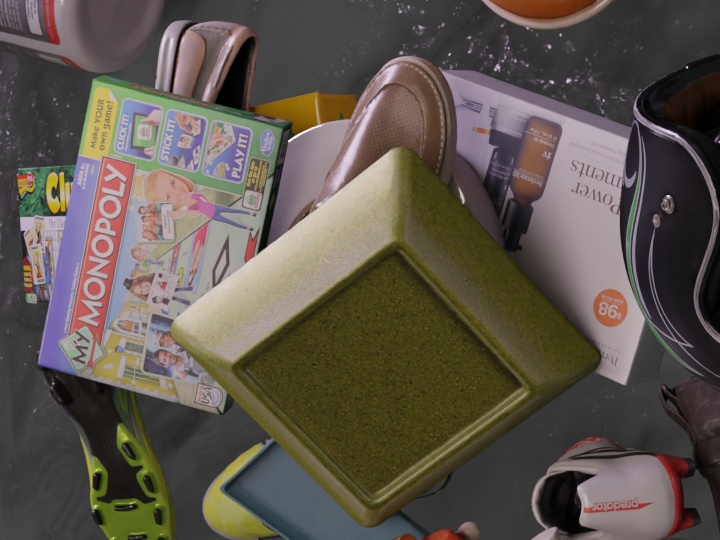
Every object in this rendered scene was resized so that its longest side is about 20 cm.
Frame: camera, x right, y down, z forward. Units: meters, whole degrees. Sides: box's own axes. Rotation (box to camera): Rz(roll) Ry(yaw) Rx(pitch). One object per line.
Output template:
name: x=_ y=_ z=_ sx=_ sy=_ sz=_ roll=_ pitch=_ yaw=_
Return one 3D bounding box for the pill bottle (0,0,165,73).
pill bottle: x=-0.252 y=-0.219 z=1.732 sx=0.200 sy=0.116 sz=0.116 roll=16 pitch=100 yaw=32

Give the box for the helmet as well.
helmet: x=0.244 y=-0.018 z=1.365 sx=0.200 sy=0.200 sz=0.191 roll=2 pitch=115 yaw=33

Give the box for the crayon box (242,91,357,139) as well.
crayon box: x=-0.086 y=-0.023 z=1.662 sx=0.200 sy=0.058 sz=0.173 roll=-10 pitch=84 yaw=33

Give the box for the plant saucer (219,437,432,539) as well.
plant saucer: x=0.004 y=0.178 z=1.562 sx=0.200 sy=0.019 sz=0.070 roll=39 pitch=118 yaw=-16

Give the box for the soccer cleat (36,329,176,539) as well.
soccer cleat: x=-0.175 y=0.120 z=1.722 sx=0.065 sy=0.084 sz=0.201 roll=-16 pitch=103 yaw=21

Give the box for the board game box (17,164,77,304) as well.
board game box: x=-0.202 y=-0.026 z=1.704 sx=0.200 sy=0.023 sz=0.105 roll=0 pitch=92 yaw=61

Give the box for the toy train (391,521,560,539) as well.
toy train: x=0.041 y=0.197 z=1.445 sx=0.056 sy=0.150 sz=0.200 roll=40 pitch=158 yaw=-8

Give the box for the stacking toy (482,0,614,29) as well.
stacking toy: x=0.080 y=-0.229 z=1.463 sx=0.146 sy=0.200 sz=0.147 roll=1 pitch=92 yaw=34

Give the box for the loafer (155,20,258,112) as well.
loafer: x=-0.105 y=-0.072 z=1.601 sx=0.063 sy=0.072 sz=0.201 roll=0 pitch=87 yaw=26

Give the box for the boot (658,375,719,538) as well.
boot: x=0.287 y=0.123 z=1.403 sx=0.199 sy=0.069 sz=0.174 roll=-6 pitch=63 yaw=2

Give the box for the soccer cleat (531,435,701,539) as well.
soccer cleat: x=0.139 y=0.139 z=1.454 sx=0.200 sy=0.085 sz=0.069 roll=169 pitch=97 yaw=-74

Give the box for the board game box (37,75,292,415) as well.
board game box: x=-0.131 y=-0.017 z=1.564 sx=0.134 sy=0.029 sz=0.200 roll=14 pitch=102 yaw=8

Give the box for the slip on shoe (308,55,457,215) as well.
slip on shoe: x=0.000 y=-0.041 z=1.496 sx=0.076 sy=0.061 sz=0.200 roll=30 pitch=105 yaw=27

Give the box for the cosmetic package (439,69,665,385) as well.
cosmetic package: x=0.121 y=-0.031 z=1.531 sx=0.200 sy=0.052 sz=0.151 roll=22 pitch=106 yaw=31

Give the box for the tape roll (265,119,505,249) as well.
tape roll: x=0.000 y=0.000 z=1.553 sx=0.202 sy=0.037 sz=0.203 roll=0 pitch=91 yaw=30

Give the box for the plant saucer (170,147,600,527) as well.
plant saucer: x=0.015 y=0.056 z=1.461 sx=0.200 sy=0.048 sz=0.200 roll=-37 pitch=110 yaw=17

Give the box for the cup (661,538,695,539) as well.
cup: x=0.157 y=0.271 z=1.446 sx=0.143 sy=0.200 sz=0.201 roll=-18 pitch=80 yaw=57

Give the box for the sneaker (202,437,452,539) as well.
sneaker: x=-0.035 y=0.140 z=1.619 sx=0.200 sy=0.076 sz=0.076 roll=-21 pitch=79 yaw=31
